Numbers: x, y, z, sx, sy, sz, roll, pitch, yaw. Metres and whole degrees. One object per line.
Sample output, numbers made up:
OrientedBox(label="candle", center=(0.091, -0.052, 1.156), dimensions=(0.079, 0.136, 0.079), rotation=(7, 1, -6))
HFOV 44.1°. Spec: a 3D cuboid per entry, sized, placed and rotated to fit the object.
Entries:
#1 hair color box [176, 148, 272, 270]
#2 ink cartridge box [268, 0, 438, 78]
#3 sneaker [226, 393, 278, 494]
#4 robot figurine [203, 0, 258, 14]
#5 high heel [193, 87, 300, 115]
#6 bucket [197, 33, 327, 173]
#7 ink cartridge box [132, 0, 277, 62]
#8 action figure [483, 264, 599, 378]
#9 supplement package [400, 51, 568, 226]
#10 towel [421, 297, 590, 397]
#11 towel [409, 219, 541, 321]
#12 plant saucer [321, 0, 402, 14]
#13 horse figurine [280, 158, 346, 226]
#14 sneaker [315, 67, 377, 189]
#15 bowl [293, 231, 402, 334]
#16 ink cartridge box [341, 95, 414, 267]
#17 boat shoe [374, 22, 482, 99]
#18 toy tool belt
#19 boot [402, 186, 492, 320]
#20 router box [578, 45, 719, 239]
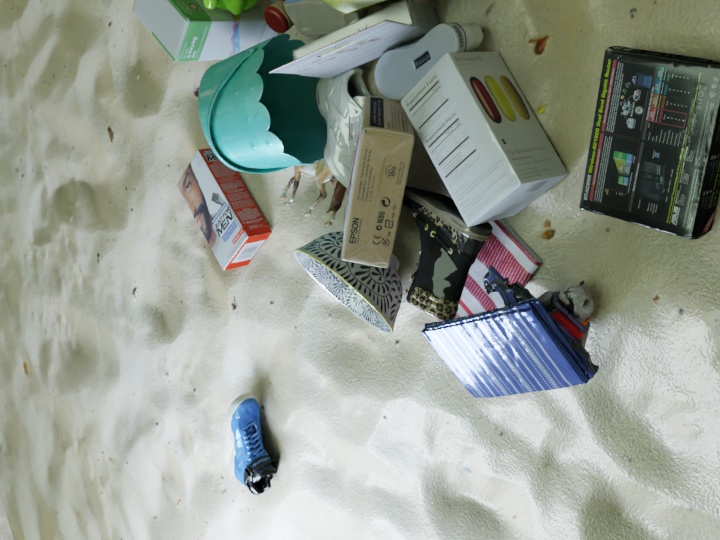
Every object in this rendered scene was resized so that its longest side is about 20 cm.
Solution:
OrientedBox(label="hair color box", center=(-0.256, -0.116, 1.653), dimensions=(0.111, 0.064, 0.201), rotation=(-48, 66, 41))
OrientedBox(label="ink cartridge box", center=(-0.012, -0.325, 1.248), dimensions=(0.199, 0.173, 0.044), rotation=(-16, 90, 30))
OrientedBox(label="sneaker", center=(-0.201, 0.339, 1.702), dimensions=(0.111, 0.076, 0.202), rotation=(34, 127, 41))
OrientedBox(label="robot figurine", center=(-0.195, -0.492, 1.408), dimensions=(0.174, 0.201, 0.116), rotation=(11, 139, 1))
OrientedBox(label="high heel", center=(-0.194, -0.289, 1.522), dimensions=(0.199, 0.096, 0.068), rotation=(14, 110, 42))
OrientedBox(label="bucket", center=(-0.148, -0.252, 1.391), dimensions=(0.134, 0.207, 0.209), rotation=(-8, 95, 30))
OrientedBox(label="ink cartridge box", center=(-0.250, -0.424, 1.473), dimensions=(0.145, 0.199, 0.088), rotation=(49, 133, 23))
OrientedBox(label="action figure", center=(0.226, 0.063, 1.198), dimensions=(0.193, 0.105, 0.200), rotation=(-33, 102, 39))
OrientedBox(label="supplement package", center=(0.163, -0.178, 1.187), dimensions=(0.109, 0.113, 0.201), rotation=(-40, 72, 44))
OrientedBox(label="towel", center=(0.190, 0.107, 1.179), dimensions=(0.199, 0.024, 0.145), rotation=(-17, 119, 47))
OrientedBox(label="towel", center=(0.163, 0.010, 1.301), dimensions=(0.144, 0.023, 0.201), rotation=(49, 130, 23))
OrientedBox(label="plant saucer", center=(0.066, -0.388, 1.175), dimensions=(0.199, 0.199, 0.048), rotation=(-3, 109, 45))
OrientedBox(label="horse figurine", center=(-0.075, -0.156, 1.464), dimensions=(0.200, 0.050, 0.134), rotation=(32, 105, 44))
OrientedBox(label="sneaker", center=(-0.011, -0.216, 1.375), dimensions=(0.099, 0.075, 0.202), rotation=(-15, 90, 47))
OrientedBox(label="bowl", center=(0.000, 0.000, 1.385), dimensions=(0.200, 0.094, 0.201), rotation=(39, 169, 9))
OrientedBox(label="ink cartridge box", center=(0.023, -0.131, 1.280), dimensions=(0.074, 0.165, 0.202), rotation=(8, 115, -4))
OrientedBox(label="boat shoe", center=(0.096, -0.299, 1.255), dimensions=(0.200, 0.069, 0.071), rotation=(-21, 89, 56))
OrientedBox(label="toy tool belt", center=(-0.049, -0.419, 1.355), dimensions=(0.199, 0.123, 0.125), rotation=(11, 143, 48))
OrientedBox(label="boot", center=(0.100, -0.030, 1.281), dimensions=(0.200, 0.073, 0.152), rotation=(36, 115, 50))
OrientedBox(label="router box", center=(0.350, -0.152, 1.045), dimensions=(0.149, 0.062, 0.202), rotation=(22, 115, 38))
